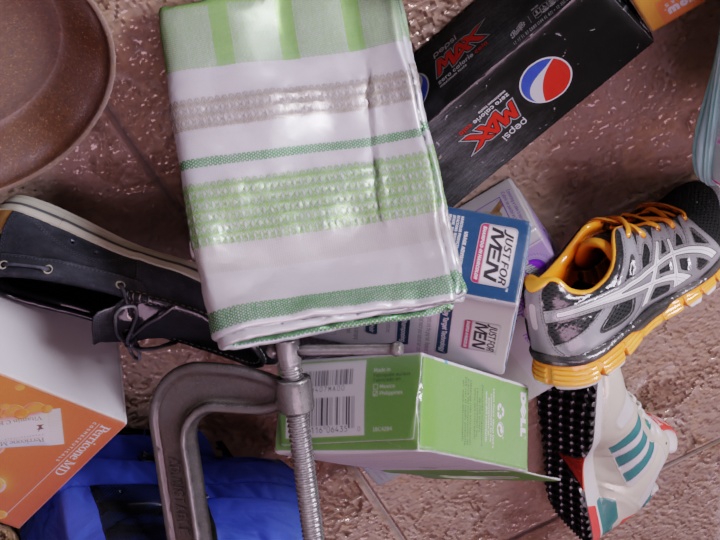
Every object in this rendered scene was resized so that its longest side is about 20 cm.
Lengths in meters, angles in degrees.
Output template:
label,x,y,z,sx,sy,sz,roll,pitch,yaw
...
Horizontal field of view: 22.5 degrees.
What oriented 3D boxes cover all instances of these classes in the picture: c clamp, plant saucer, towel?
label,x,y,z,sx,sy,sz,roll,pitch,yaw
c clamp,-0.053,0.130,1.080,0.170,0.027,0.201,6,109,24
plant saucer,-0.238,-0.115,1.003,0.200,0.037,0.201,-13,143,-10
towel,-0.029,-0.065,1.032,0.149,0.201,0.031,-9,172,-11

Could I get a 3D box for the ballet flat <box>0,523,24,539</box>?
label,x,y,z,sx,sy,sz,roll,pitch,yaw
ballet flat,-0.229,0.235,1.321,0.067,0.046,0.200,-26,133,5

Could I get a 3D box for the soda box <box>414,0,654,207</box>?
label,x,y,z,sx,sy,sz,roll,pitch,yaw
soda box,0.076,-0.111,1.107,0.200,0.063,0.071,-39,131,17

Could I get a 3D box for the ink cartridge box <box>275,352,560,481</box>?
label,x,y,z,sx,sy,sz,roll,pitch,yaw
ink cartridge box,0.042,0.097,1.155,0.103,0.060,0.200,-5,167,31

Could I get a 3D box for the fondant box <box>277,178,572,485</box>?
label,x,y,z,sx,sy,sz,roll,pitch,yaw
fondant box,0.056,0.046,1.244,0.200,0.058,0.144,-32,132,9

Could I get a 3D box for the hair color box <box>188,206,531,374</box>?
label,x,y,z,sx,sy,sz,roll,pitch,yaw
hair color box,0.000,0.000,1.113,0.199,0.061,0.100,11,153,5

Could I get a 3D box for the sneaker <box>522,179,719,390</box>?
label,x,y,z,sx,sy,sz,roll,pitch,yaw
sneaker,0.178,-0.007,1.184,0.200,0.078,0.077,-42,123,-33

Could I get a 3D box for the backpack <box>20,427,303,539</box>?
label,x,y,z,sx,sy,sz,roll,pitch,yaw
backpack,-0.125,0.192,1.234,0.199,0.168,0.163,4,135,-24

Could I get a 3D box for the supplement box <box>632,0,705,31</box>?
label,x,y,z,sx,sy,sz,roll,pitch,yaw
supplement box,0.147,-0.231,1.025,0.066,0.069,0.200,-31,135,12

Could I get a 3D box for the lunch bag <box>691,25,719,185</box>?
label,x,y,z,sx,sy,sz,roll,pitch,yaw
lunch bag,0.266,-0.143,1.085,0.160,0.077,0.201,-42,147,-35

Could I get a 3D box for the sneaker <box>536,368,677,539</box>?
label,x,y,z,sx,sy,sz,roll,pitch,yaw
sneaker,0.190,0.115,1.353,0.093,0.070,0.200,-25,134,-20

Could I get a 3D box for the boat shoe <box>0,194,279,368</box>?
label,x,y,z,sx,sy,sz,roll,pitch,yaw
boat shoe,-0.139,0.020,1.095,0.199,0.062,0.075,23,154,0

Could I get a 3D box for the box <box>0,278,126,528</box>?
label,x,y,z,sx,sy,sz,roll,pitch,yaw
box,-0.263,0.062,1.117,0.200,0.098,0.124,26,124,-35
